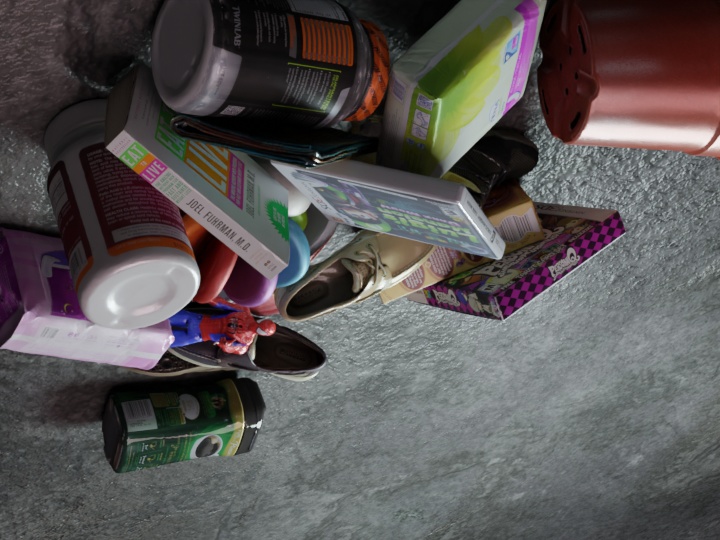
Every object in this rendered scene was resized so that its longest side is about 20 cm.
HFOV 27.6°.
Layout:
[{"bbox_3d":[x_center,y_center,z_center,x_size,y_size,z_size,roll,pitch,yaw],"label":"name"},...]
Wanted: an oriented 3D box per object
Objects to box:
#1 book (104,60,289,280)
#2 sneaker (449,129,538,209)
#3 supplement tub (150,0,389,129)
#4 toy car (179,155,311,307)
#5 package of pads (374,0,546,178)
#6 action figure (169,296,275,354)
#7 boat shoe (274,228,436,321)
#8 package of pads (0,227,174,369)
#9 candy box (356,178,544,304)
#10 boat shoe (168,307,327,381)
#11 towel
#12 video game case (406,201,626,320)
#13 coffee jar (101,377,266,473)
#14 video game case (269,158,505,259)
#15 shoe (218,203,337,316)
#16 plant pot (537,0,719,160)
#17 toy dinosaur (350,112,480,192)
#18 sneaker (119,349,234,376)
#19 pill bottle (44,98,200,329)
[{"bbox_3d":[-0.149,-0.090,1.367,0.048,0.134,0.200,-40,117,20],"label":"book"},{"bbox_3d":[0.129,-0.098,1.630,0.199,0.115,0.076,-3,144,-38],"label":"sneaker"},{"bbox_3d":[-0.079,-0.194,1.340,0.199,0.123,0.123,4,140,-36],"label":"supplement tub"},{"bbox_3d":[-0.136,-0.032,1.521,0.199,0.150,0.175,3,140,-36],"label":"toy car"},{"bbox_3d":[0.097,-0.184,1.442,0.200,0.068,0.155,-45,160,-31],"label":"package of pads"},{"bbox_3d":[-0.196,0.059,1.625,0.199,0.066,0.099,-1,166,9],"label":"action figure"},{"bbox_3d":[0.000,0.000,1.591,0.199,0.072,0.065,-26,-168,-2],"label":"boat shoe"},{"bbox_3d":[-0.298,0.032,1.544,0.199,0.121,0.076,12,135,-44],"label":"package of pads"},{"bbox_3d":[0.101,-0.039,1.687,0.199,0.117,0.057,-24,111,1],"label":"candy box"},{"bbox_3d":[-0.132,0.083,1.706,0.199,0.072,0.065,16,163,-16],"label":"boat shoe"},{"bbox_3d":[-0.076,-0.128,1.380,0.200,0.146,0.022,-25,129,-70],"label":"towel"},{"bbox_3d":[0.173,-0.016,1.682,0.200,0.181,0.036,-33,112,-25],"label":"video game case"},{"bbox_3d":[-0.223,0.195,1.869,0.199,0.086,0.104,-5,142,-25],"label":"coffee jar"},{"bbox_3d":[0.030,-0.065,1.452,0.199,0.023,0.182,13,168,22],"label":"video game case"},{"bbox_3d":[-0.084,-0.014,1.665,0.200,0.072,0.091,-34,149,28],"label":"shoe"},{"bbox_3d":[0.297,-0.208,1.512,0.194,0.201,0.201,-3,144,-15],"label":"plant pot"},{"bbox_3d":[0.023,-0.122,1.521,0.199,0.102,0.058,7,161,-9],"label":"toy dinosaur"},{"bbox_3d":[-0.216,0.098,1.747,0.199,0.071,0.076,4,162,-21],"label":"sneaker"},{"bbox_3d":[-0.229,-0.056,1.378,0.114,0.201,0.114,-16,149,-10],"label":"pill bottle"}]
